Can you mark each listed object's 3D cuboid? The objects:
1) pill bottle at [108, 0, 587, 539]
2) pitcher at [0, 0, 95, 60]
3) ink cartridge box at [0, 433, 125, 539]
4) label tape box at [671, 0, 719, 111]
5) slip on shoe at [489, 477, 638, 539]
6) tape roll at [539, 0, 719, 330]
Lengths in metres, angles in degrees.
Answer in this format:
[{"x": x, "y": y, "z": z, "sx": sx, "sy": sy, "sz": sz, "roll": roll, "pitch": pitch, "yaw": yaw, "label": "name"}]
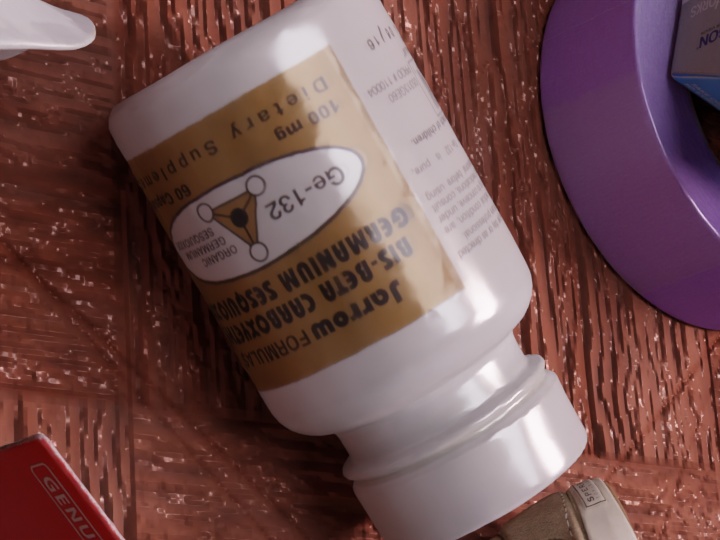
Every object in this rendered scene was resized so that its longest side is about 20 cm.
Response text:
[{"x": 0.000, "y": 0.000, "z": 0.768, "sx": 0.114, "sy": 0.114, "sz": 0.200, "roll": -36, "pitch": 98, "yaw": -42, "label": "pill bottle"}, {"x": -0.197, "y": -0.137, "z": 0.656, "sx": 0.171, "sy": 0.121, "sz": 0.200, "roll": -33, "pitch": 109, "yaw": -35, "label": "pitcher"}, {"x": -0.085, "y": 0.146, "z": 0.597, "sx": 0.045, "sy": 0.176, "sz": 0.200, "roll": -42, "pitch": 103, "yaw": -31, "label": "ink cartridge box"}, {"x": 0.215, "y": -0.094, "z": 0.936, "sx": 0.143, "sy": 0.066, "sz": 0.200, "roll": 30, "pitch": 59, "yaw": -29, "label": "label tape box"}, {"x": 0.112, "y": 0.186, "z": 0.838, "sx": 0.060, "sy": 0.076, "sz": 0.200, "roll": -24, "pitch": 101, "yaw": -4, "label": "slip on shoe"}, {"x": 0.181, "y": -0.075, "z": 0.985, "sx": 0.200, "sy": 0.066, "sz": 0.201, "roll": 15, "pitch": 66, "yaw": -36, "label": "tape roll"}]
